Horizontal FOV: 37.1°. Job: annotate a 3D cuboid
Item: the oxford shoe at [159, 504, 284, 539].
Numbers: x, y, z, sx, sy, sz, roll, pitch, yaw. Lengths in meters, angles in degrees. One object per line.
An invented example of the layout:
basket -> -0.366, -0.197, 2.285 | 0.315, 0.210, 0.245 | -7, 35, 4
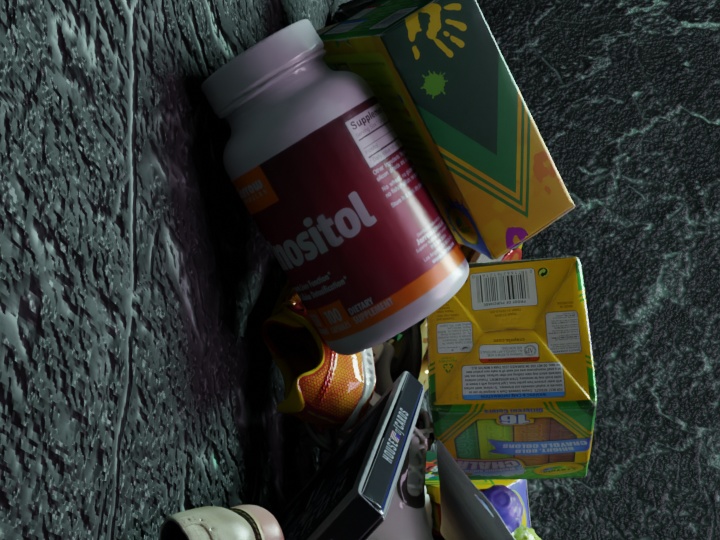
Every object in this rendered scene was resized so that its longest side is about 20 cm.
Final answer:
oxford shoe -> -0.084, 0.221, 0.539 | 0.073, 0.070, 0.203 | 19, 64, -50

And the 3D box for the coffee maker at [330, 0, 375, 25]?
coffee maker -> 0.047, -0.190, 1.163 | 0.193, 0.132, 0.202 | -81, 162, -52

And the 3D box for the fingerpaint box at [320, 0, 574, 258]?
fingerpaint box -> 0.053, -0.112, 0.782 | 0.168, 0.073, 0.200 | 61, -8, -16

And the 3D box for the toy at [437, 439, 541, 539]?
toy -> 0.109, 0.210, 0.852 | 0.115, 0.047, 0.201 | 50, -20, 29

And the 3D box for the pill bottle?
pill bottle -> -0.020, -0.056, 0.715 | 0.202, 0.112, 0.113 | 59, 16, -7

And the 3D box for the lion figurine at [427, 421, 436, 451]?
lion figurine -> 0.028, 0.218, 0.919 | 0.123, 0.071, 0.202 | -100, -169, -53

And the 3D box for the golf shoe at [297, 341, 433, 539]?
golf shoe -> 0.019, 0.148, 0.808 | 0.077, 0.088, 0.202 | 21, 36, -58

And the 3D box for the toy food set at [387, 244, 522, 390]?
toy food set -> 0.087, 0.012, 0.965 | 0.199, 0.048, 0.200 | -38, 152, -34

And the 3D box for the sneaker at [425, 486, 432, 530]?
sneaker -> 0.010, 0.208, 0.998 | 0.085, 0.076, 0.202 | -53, 135, -45

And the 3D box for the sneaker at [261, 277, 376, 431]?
sneaker -> -0.037, 0.029, 0.803 | 0.073, 0.076, 0.201 | -54, -152, 28

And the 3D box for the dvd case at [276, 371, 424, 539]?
dvd case -> -0.023, 0.154, 0.679 | 0.025, 0.151, 0.200 | 40, 16, 0

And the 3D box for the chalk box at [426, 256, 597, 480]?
chalk box -> 0.121, 0.095, 0.871 | 0.201, 0.122, 0.126 | 73, 15, -58

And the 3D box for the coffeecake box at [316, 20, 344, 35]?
coffeecake box -> 0.012, -0.125, 0.966 | 0.153, 0.072, 0.203 | -40, 116, -61

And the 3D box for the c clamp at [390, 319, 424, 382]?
c clamp -> 0.000, 0.000, 0.875 | 0.202, 0.027, 0.171 | 59, -28, 19

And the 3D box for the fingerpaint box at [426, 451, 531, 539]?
fingerpaint box -> 0.094, 0.298, 1.080 | 0.073, 0.166, 0.204 | -15, 103, -39
